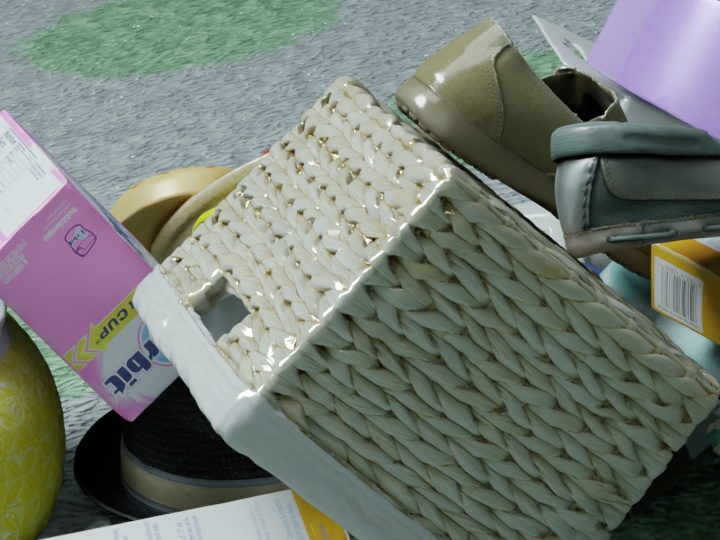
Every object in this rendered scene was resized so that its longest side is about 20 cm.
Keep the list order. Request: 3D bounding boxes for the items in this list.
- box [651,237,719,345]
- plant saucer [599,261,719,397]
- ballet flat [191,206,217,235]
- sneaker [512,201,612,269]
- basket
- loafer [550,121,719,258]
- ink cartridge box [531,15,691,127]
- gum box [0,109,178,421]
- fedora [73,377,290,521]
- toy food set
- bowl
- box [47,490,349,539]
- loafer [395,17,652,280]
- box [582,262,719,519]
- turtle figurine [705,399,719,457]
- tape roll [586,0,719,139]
[{"bbox_3d":[0.253,0.000,1.359,0.200,0.042,0.119,-11,24,-28],"label":"box"},{"bbox_3d":[0.202,0.009,1.457,0.200,0.036,0.200,-7,20,2],"label":"plant saucer"},{"bbox_3d":[0.000,0.000,1.571,0.200,0.067,0.067,17,25,25],"label":"ballet flat"},{"bbox_3d":[0.085,0.017,1.644,0.200,0.074,0.116,2,41,-2],"label":"sneaker"},{"bbox_3d":[0.027,0.037,1.338,0.161,0.200,0.198,-51,24,4],"label":"basket"},{"bbox_3d":[0.178,-0.028,1.320,0.200,0.063,0.072,5,-8,-21],"label":"loafer"},{"bbox_3d":[0.177,-0.064,1.655,0.200,0.068,0.116,27,14,-14],"label":"ink cartridge box"},{"bbox_3d":[-0.156,-0.007,1.491,0.066,0.114,0.200,-45,22,-2],"label":"gum box"},{"bbox_3d":[-0.065,0.064,1.520,0.200,0.092,0.201,-8,21,3],"label":"fedora"},{"bbox_3d":[-0.040,-0.038,1.708,0.200,0.049,0.198,-29,-22,15],"label":"toy food set"},{"bbox_3d":[-0.237,0.052,1.484,0.200,0.108,0.200,17,29,-10],"label":"bowl"},{"bbox_3d":[-0.101,0.159,1.346,0.200,0.042,0.119,-13,21,-5],"label":"box"},{"bbox_3d":[0.110,-0.056,1.388,0.200,0.067,0.076,28,12,-33],"label":"loafer"},{"bbox_3d":[0.121,0.056,1.508,0.121,0.032,0.200,-39,32,-18],"label":"box"},{"bbox_3d":[0.233,0.096,1.314,0.149,0.101,0.200,3,11,25],"label":"turtle figurine"},{"bbox_3d":[0.224,-0.094,1.534,0.200,0.066,0.200,27,9,-5],"label":"tape roll"}]
